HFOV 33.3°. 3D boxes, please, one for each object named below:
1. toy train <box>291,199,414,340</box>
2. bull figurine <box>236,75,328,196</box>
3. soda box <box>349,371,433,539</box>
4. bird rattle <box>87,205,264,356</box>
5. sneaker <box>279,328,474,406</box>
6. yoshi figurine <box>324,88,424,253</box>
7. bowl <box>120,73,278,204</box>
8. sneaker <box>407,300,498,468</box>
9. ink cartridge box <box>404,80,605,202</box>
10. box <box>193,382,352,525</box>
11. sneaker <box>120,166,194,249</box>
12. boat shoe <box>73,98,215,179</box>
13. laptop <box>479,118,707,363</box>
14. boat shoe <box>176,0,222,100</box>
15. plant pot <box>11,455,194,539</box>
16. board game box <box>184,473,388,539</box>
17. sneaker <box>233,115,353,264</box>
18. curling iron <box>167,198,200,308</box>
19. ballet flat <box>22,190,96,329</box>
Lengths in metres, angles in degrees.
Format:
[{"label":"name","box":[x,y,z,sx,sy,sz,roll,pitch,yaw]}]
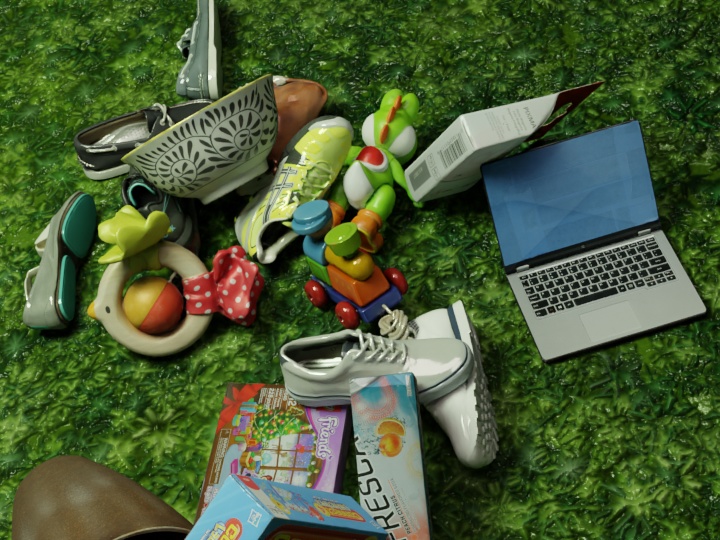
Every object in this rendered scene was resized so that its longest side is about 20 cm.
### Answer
[{"label":"toy train","box":[0.000,0.000,1.292,0.084,0.116,0.200,-35,34,-17]},{"label":"bull figurine","box":[-0.119,-0.165,1.509,0.121,0.065,0.200,19,59,21]},{"label":"soda box","box":[0.031,0.200,1.131,0.063,0.068,0.201,-7,78,5]},{"label":"bird rattle","box":[-0.213,0.019,1.345,0.163,0.200,0.113,-55,22,7]},{"label":"sneaker","box":[0.012,0.094,1.205,0.199,0.071,0.073,-10,48,13]},{"label":"yoshi figurine","box":[0.022,-0.118,1.446,0.112,0.112,0.201,-9,52,59]},{"label":"bowl","box":[-0.166,-0.137,1.386,0.200,0.095,0.201,-29,7,4]},{"label":"sneaker","box":[0.090,0.124,1.241,0.080,0.077,0.201,-16,43,9]},{"label":"ink cartridge box","box":[0.169,-0.144,1.370,0.199,0.163,0.057,-12,76,-24]},{"label":"box","box":[-0.087,0.208,1.219,0.136,0.039,0.201,1,51,11]},{"label":"sneaker","box":[-0.250,-0.097,1.455,0.075,0.079,0.200,-33,40,3]},{"label":"boat shoe","box":[-0.273,-0.182,1.557,0.199,0.060,0.074,-19,49,-5]},{"label":"laptop","box":[0.250,-0.033,1.300,0.186,0.116,0.201,-17,50,-2]},{"label":"boat shoe","box":[-0.223,-0.312,1.647,0.061,0.073,0.201,-6,55,1]},{"label":"plant pot","box":[-0.250,0.266,1.132,0.186,0.188,0.200,-33,38,-16]},{"label":"board game box","box":[-0.093,0.276,1.016,0.056,0.200,0.196,39,96,32]},{"label":"sneaker","box":[-0.067,-0.088,1.385,0.200,0.075,0.077,-53,38,22]},{"label":"curling iron","box":[-0.214,-0.037,1.449,0.049,0.026,0.201,-5,50,3]},{"label":"ballet flat","box":[-0.365,-0.015,1.437,0.063,0.068,0.201,-9,50,13]}]
